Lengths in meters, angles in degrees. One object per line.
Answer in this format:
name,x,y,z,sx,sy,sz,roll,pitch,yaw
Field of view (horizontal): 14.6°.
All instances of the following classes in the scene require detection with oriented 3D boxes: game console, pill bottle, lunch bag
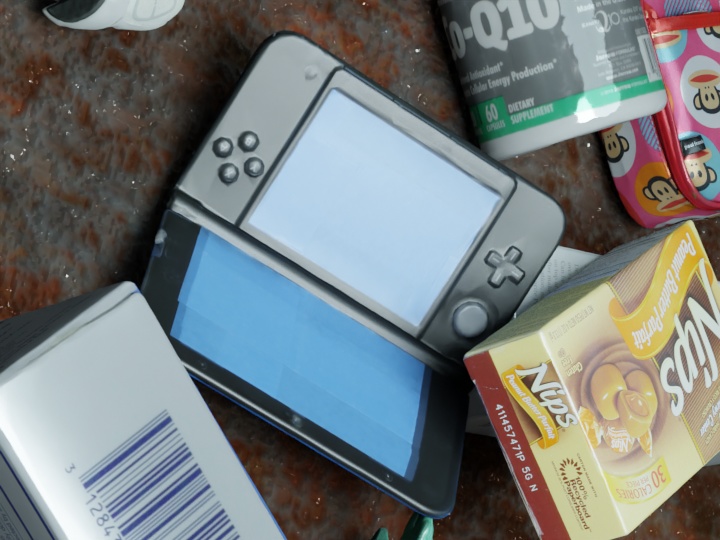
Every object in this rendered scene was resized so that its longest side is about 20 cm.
game console,0.000,0.000,1.467,0.199,0.118,0.171,32,95,-16
pill bottle,0.096,-0.172,1.611,0.113,0.113,0.201,-17,90,-39
lunch bag,0.224,-0.123,1.726,0.199,0.082,0.177,-11,83,-40

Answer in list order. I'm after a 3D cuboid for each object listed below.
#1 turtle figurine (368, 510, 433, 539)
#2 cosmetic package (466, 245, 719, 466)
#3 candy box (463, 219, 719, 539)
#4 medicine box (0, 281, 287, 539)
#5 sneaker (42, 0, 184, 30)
turtle figurine,0.094,0.201,1.506,0.199,0.150,0.101,29,47,-13
cosmetic package,0.142,0.050,1.624,0.199,0.071,0.102,12,73,-35
candy box,0.140,0.060,1.506,0.200,0.055,0.116,-31,100,-56
medicine box,-0.143,0.120,1.306,0.103,0.200,0.183,-38,104,-34
sneaker,-0.131,-0.221,1.481,0.081,0.075,0.201,8,77,-50
